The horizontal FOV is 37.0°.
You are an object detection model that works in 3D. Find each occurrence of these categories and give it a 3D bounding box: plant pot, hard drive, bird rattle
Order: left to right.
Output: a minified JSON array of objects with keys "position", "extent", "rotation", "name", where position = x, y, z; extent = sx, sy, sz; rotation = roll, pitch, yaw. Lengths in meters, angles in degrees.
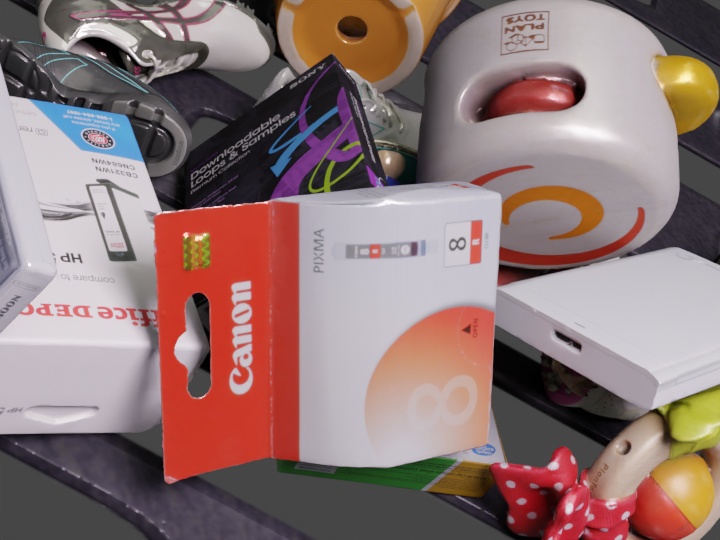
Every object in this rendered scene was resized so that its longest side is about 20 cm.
[{"position":[0.002,-0.258,0.949],"extent":[0.199,0.201,0.184],"rotation":[20,45,-13],"name":"plant pot"},{"position":[0.191,0.143,0.706],"extent":[0.163,0.200,0.113],"rotation":[43,-7,-37],"name":"bird rattle"},{"position":[0.195,0.030,0.695],"extent":[0.199,0.026,0.132],"rotation":[-11,30,-40],"name":"hard drive"}]

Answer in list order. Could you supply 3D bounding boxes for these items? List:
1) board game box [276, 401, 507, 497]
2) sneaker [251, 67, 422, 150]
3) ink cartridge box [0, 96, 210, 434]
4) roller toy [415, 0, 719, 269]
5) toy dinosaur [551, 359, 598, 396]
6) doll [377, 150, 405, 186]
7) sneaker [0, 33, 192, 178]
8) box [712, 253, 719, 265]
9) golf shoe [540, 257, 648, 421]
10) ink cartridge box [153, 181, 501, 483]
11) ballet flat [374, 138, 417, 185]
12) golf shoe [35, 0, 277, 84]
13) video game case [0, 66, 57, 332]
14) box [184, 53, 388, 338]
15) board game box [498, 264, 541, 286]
[{"position":[0.011,0.055,0.758],"extent":[0.152,0.040,0.201],"rotation":[12,44,-22],"name":"board game box"},{"position":[-0.001,-0.123,0.901],"extent":[0.199,0.080,0.071],"rotation":[-3,49,-36],"name":"sneaker"},{"position":[-0.193,-0.008,0.649],"extent":[0.145,0.084,0.201],"rotation":[5,46,-39],"name":"ink cartridge box"},{"position":[0.134,-0.100,0.773],"extent":[0.181,0.200,0.141],"rotation":[17,61,-22],"name":"roller toy"},{"position":[0.143,0.036,0.779],"extent":[0.199,0.058,0.101],"rotation":[4,35,-22],"name":"toy dinosaur"},{"position":[0.000,0.000,0.737],"extent":[0.136,0.049,0.201],"rotation":[11,50,-22],"name":"doll"},{"position":[-0.219,-0.124,0.787],"extent":[0.199,0.076,0.079],"rotation":[23,21,-12],"name":"sneaker"},{"position":[0.358,0.074,0.921],"extent":[0.163,0.086,0.200],"rotation":[38,40,6],"name":"box"},{"position":[0.196,0.038,0.877],"extent":[0.091,0.075,0.201],"rotation":[26,48,-19],"name":"golf shoe"},{"position":[-0.013,0.037,0.614],"extent":[0.199,0.163,0.050],"rotation":[-9,19,-30],"name":"ink cartridge box"},{"position":[0.064,-0.060,0.906],"extent":[0.199,0.068,0.062],"rotation":[20,12,-18],"name":"ballet flat"},{"position":[-0.163,-0.182,0.870],"extent":[0.199,0.077,0.089],"rotation":[8,59,-26],"name":"golf shoe"},{"position":[-0.243,-0.021,0.574],"extent":[0.023,0.182,0.201],"rotation":[21,35,-49],"name":"video game case"},{"position":[-0.056,-0.058,0.730],"extent":[0.036,0.143,0.200],"rotation":[50,15,-32],"name":"box"},{"position":[0.140,-0.074,0.889],"extent":[0.103,0.019,0.200],"rotation":[44,63,-9],"name":"board game box"}]
